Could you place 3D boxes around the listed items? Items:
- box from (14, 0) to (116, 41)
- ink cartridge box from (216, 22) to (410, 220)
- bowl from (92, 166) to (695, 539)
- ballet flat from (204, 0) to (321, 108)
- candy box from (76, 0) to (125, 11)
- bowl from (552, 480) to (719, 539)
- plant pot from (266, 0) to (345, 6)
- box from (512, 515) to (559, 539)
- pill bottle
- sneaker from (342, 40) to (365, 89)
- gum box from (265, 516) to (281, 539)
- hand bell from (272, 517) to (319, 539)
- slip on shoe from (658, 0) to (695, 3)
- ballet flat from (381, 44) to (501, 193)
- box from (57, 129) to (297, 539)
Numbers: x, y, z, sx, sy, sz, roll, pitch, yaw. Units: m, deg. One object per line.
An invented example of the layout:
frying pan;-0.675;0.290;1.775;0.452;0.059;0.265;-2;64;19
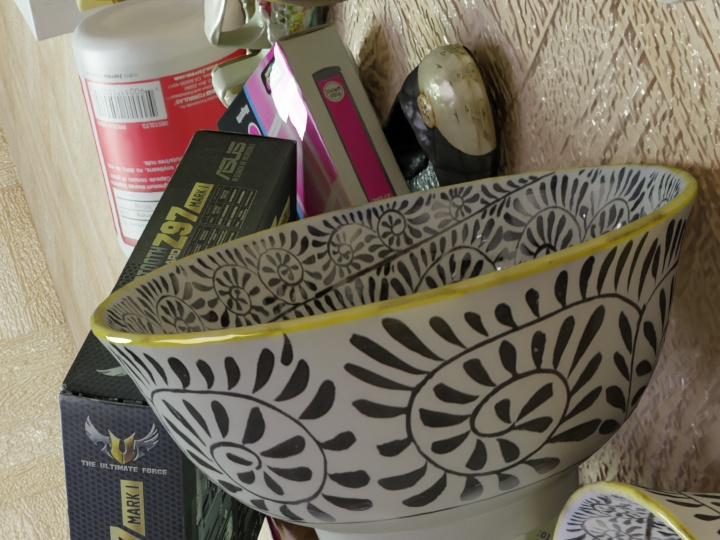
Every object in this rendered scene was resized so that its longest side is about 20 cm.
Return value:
box;-0.185;-0.272;1.232;0.098;0.123;0.202;-129;27;-57
ink cartridge box;0.000;0.000;0.831;0.201;0.037;0.095;64;152;9
bowl;0.020;0.035;0.613;0.201;0.199;0.095;-158;53;-72
ballet flat;-0.053;-0.125;1.019;0.201;0.063;0.076;87;160;-43
candy box;-0.102;-0.217;0.993;0.200;0.114;0.056;115;137;-69
bowl;0.137;0.143;0.530;0.201;0.093;0.203;162;90;-76
plant pot;-0.058;-0.196;0.741;0.188;0.200;0.202;35;143;42
box;0.056;0.208;0.704;0.176;0.096;0.202;121;172;-71
pill bottle;-0.112;-0.071;1.206;0.112;0.111;0.202;-136;32;-62
sneaker;-0.009;-0.037;0.973;0.087;0.074;0.201;41;152;36
gum box;-0.014;0.132;1.077;0.113;0.066;0.202;2;-110;-81
hand bell;0.026;0.179;0.839;0.201;0.104;0.104;52;168;-9
slip on shoe;0.065;-0.170;0.521;0.076;0.060;0.202;-133;30;-60
ballet flat;0.019;-0.040;0.843;0.200;0.056;0.067;121;134;-65
box;-0.069;0.058;0.772;0.201;0.050;0.159;-72;-13;-55
